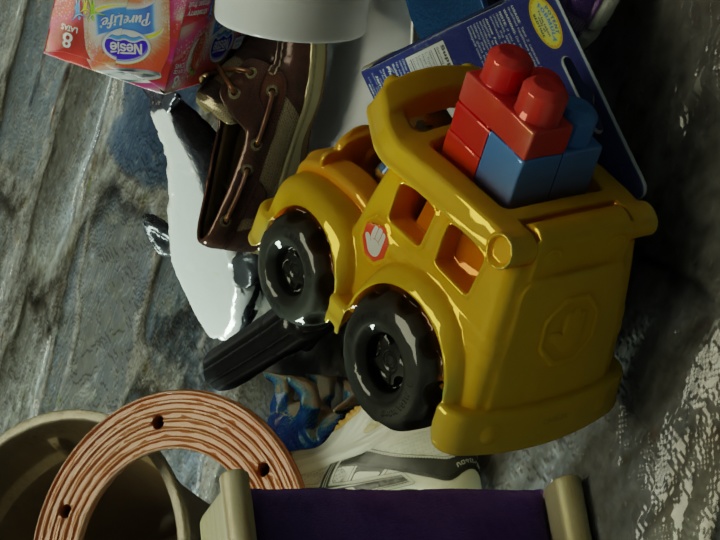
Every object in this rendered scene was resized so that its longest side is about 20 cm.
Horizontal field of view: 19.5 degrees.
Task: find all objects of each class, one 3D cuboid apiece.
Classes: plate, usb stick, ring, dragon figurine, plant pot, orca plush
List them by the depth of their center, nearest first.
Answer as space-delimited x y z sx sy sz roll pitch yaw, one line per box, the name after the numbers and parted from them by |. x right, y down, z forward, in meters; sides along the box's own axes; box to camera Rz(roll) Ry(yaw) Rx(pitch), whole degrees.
-0.110 0.170 1.223 0.199 0.019 0.202 -8 74 30 | ring
-0.029 0.116 1.315 0.200 0.058 0.100 180 93 -67 | dragon figurine
0.001 -0.164 1.344 0.199 0.032 0.202 -1 84 63 | plate
-0.054 0.042 1.345 0.033 0.055 0.200 57 156 1 | usb stick
-0.150 0.211 1.359 0.199 0.183 0.202 -10 68 25 | plant pot
-0.101 -0.053 1.457 0.105 0.071 0.201 -5 116 45 | orca plush

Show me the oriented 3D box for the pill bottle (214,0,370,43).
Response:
-0.035 -0.246 1.259 0.114 0.113 0.202 -140 51 -58 | pill bottle

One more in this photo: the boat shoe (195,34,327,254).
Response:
-0.072 -0.110 1.364 0.072 0.071 0.202 27 111 62 | boat shoe

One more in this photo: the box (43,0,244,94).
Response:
-0.126 -0.190 1.419 0.200 0.095 0.100 -36 -38 -70 | box

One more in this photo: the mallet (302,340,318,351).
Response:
0.000 0.000 1.314 0.200 0.041 0.066 149 121 -62 | mallet

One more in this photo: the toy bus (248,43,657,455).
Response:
0.049 -0.036 1.051 0.200 0.135 0.193 44 133 38 | toy bus

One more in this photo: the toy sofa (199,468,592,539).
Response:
0.025 0.144 1.053 0.098 0.198 0.083 125 142 -54 | toy sofa

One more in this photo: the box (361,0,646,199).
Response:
0.081 -0.080 1.113 0.200 0.032 0.122 -16 101 62 | box

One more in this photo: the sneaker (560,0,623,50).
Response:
0.090 -0.203 1.122 0.081 0.083 0.201 -51 43 48 | sneaker

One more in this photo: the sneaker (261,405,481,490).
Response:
-0.013 0.145 1.219 0.200 0.075 0.088 -38 57 30 | sneaker

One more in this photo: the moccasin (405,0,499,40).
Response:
0.060 -0.192 1.177 0.080 0.068 0.201 -25 81 56 | moccasin
